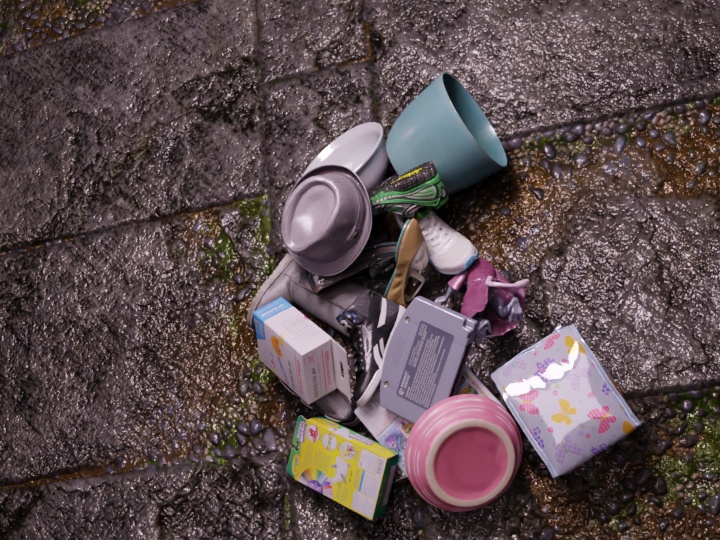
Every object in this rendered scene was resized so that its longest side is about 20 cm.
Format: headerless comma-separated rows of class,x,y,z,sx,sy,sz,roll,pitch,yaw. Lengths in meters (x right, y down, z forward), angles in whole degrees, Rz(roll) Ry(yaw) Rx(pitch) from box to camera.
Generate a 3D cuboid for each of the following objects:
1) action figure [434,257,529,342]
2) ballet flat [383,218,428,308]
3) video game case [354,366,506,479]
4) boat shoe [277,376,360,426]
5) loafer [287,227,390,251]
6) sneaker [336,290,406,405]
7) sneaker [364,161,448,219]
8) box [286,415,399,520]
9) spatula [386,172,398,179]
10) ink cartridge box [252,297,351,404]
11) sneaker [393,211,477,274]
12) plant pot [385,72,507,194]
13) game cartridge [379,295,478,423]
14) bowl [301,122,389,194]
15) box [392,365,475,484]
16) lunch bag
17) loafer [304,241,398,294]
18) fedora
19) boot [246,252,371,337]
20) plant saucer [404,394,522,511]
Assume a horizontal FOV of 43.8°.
action figure,0.203,0.027,1.536,0.132,0.150,0.201,0,35,-5
ballet flat,0.090,-0.008,1.583,0.063,0.201,0.069,26,48,12
video game case,0.117,0.241,1.528,0.200,0.024,0.182,-43,66,1
boat shoe,-0.083,0.214,1.623,0.199,0.060,0.074,36,89,24
loafer,-0.045,-0.069,1.680,0.198,0.072,0.064,-3,107,12
sneaker,-0.003,0.129,1.570,0.111,0.073,0.201,28,60,-8
sneaker,0.070,-0.118,1.570,0.199,0.086,0.078,-16,23,51
box,-0.036,0.334,1.549,0.199,0.048,0.119,20,102,30
spatula,0.028,-0.125,1.713,0.199,0.021,0.057,-38,61,8
ink cartridge box,-0.103,0.148,1.564,0.067,0.116,0.200,-27,40,-28
sneaker,0.127,-0.061,1.598,0.077,0.081,0.200,-48,44,-5
plant pot,0.143,-0.228,1.620,0.160,0.200,0.202,-33,66,22
game cartridge,0.106,0.152,1.490,0.132,0.041,0.202,25,104,30
bowl,-0.015,-0.178,1.687,0.200,0.090,0.202,-32,29,20
box,0.127,0.268,1.550,0.198,0.040,0.138,-24,67,10
lunch bag,0.332,0.208,1.459,0.169,0.127,0.201,-35,76,7
loafer,0.000,0.000,1.641,0.198,0.072,0.063,-12,64,-7
fedora,-0.075,-0.088,1.552,0.177,0.090,0.200,44,109,18
boot,-0.093,0.073,1.673,0.199,0.073,0.183,32,84,17
plant saucer,0.172,0.304,1.457,0.198,0.051,0.203,-2,102,-9
